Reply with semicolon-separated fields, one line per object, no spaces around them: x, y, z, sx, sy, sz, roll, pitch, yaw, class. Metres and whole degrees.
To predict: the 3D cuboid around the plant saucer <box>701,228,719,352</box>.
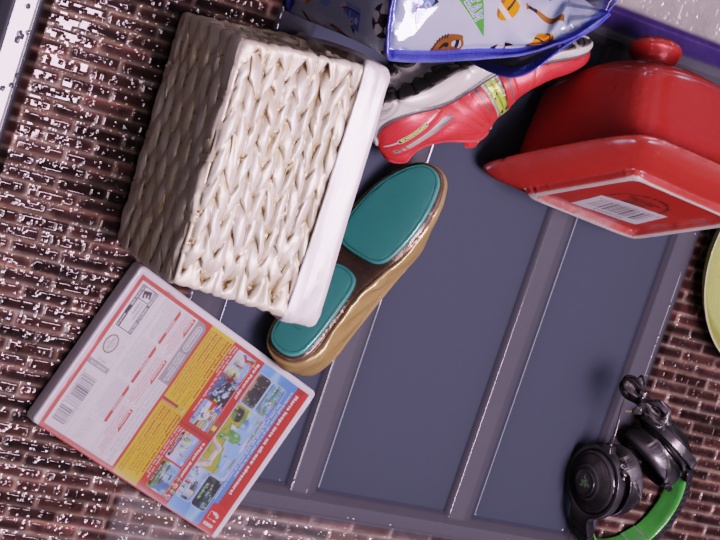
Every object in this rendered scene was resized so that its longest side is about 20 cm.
0.384;-0.003;1.809;0.198;0.031;0.202;-10;111;-27;plant saucer

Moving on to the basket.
-0.083;-0.078;1.443;0.122;0.135;0.202;11;100;-31;basket

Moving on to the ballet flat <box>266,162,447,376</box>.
0.000;0.000;1.572;0.200;0.069;0.063;-48;151;-5;ballet flat

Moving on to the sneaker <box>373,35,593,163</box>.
0.093;-0.142;1.573;0.198;0.077;0.086;-21;127;-16;sneaker

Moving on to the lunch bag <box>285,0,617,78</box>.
0.068;-0.217;1.463;0.198;0.170;0.125;-6;112;-30;lunch bag

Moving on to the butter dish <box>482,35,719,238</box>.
0.232;-0.118;1.609;0.199;0.199;0.149;18;73;-35;butter dish

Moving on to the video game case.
-0.143;0.103;1.537;0.200;0.017;0.144;38;85;-34;video game case

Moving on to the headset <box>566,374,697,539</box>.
0.248;0.179;1.750;0.123;0.094;0.202;-25;129;-22;headset
